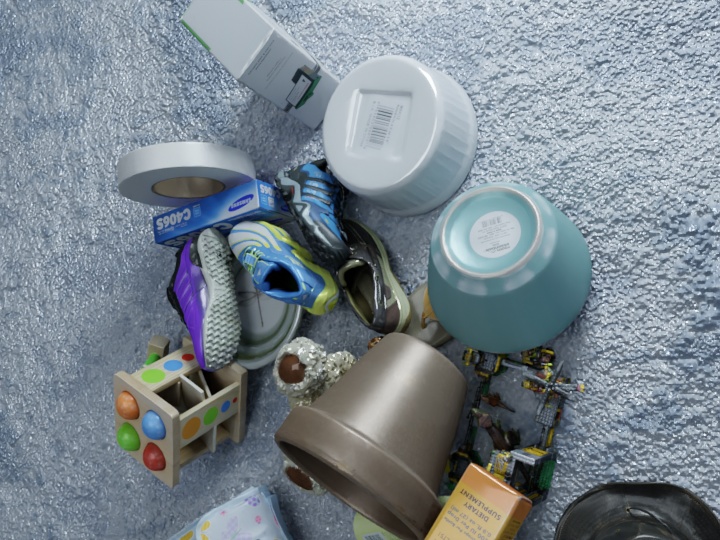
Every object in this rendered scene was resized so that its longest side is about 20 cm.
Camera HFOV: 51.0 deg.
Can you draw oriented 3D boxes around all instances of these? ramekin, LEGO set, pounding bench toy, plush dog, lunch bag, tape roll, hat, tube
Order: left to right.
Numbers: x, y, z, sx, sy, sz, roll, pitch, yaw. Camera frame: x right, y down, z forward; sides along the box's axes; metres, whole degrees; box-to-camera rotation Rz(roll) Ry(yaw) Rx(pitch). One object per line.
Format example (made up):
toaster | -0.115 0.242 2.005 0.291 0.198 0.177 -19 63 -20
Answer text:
pounding bench toy | -0.286 0.182 1.075 0.198 0.155 0.126 26 123 30
tape roll | -0.249 -0.135 1.091 0.200 0.202 0.038 -10 79 28
lunch bag | -0.173 0.411 1.024 0.199 0.127 0.171 -34 71 15
plush dog | -0.008 0.170 0.968 0.168 0.160 0.204 -1 101 12
ramekin | 0.045 -0.179 0.985 0.197 0.097 0.205 -4 81 30
tube | 0.073 0.294 0.906 0.199 0.058 0.052 -29 92 43
LEGO set | 0.159 0.178 0.862 0.152 0.115 0.203 24 95 30
hat | 0.291 0.320 0.790 0.198 0.081 0.205 -3 83 30

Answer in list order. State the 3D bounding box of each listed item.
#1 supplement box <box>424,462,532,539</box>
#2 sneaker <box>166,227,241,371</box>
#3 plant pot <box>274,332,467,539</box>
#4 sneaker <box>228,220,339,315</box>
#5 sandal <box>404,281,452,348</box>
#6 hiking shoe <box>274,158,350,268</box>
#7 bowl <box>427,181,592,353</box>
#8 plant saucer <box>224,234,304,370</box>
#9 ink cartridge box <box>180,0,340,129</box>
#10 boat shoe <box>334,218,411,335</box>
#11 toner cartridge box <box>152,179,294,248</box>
supplement box | 0.092 0.300 0.758 0.066 0.069 0.202 28 84 30
sneaker | -0.231 0.049 1.078 0.098 0.069 0.204 -17 68 29
plant pot | 0.032 0.171 0.833 0.198 0.201 0.176 25 67 30
sneaker | -0.119 -0.015 0.996 0.198 0.105 0.077 31 96 27
sandal | 0.119 0.031 0.940 0.199 0.054 0.081 -33 69 22
hiking shoe | -0.050 -0.088 1.009 0.086 0.075 0.201 -29 48 -3
bowl | 0.157 -0.020 0.859 0.197 0.105 0.204 -11 59 19
plant saucer | -0.153 0.042 1.098 0.197 0.050 0.204 -4 81 30
ink cartridge box | -0.129 -0.295 1.042 0.085 0.199 0.146 -49 65 12
boat shoe | 0.000 0.000 0.991 0.073 0.064 0.201 -51 50 22
toner cartridge box | -0.202 -0.077 1.116 0.197 0.095 0.044 -16 77 28
